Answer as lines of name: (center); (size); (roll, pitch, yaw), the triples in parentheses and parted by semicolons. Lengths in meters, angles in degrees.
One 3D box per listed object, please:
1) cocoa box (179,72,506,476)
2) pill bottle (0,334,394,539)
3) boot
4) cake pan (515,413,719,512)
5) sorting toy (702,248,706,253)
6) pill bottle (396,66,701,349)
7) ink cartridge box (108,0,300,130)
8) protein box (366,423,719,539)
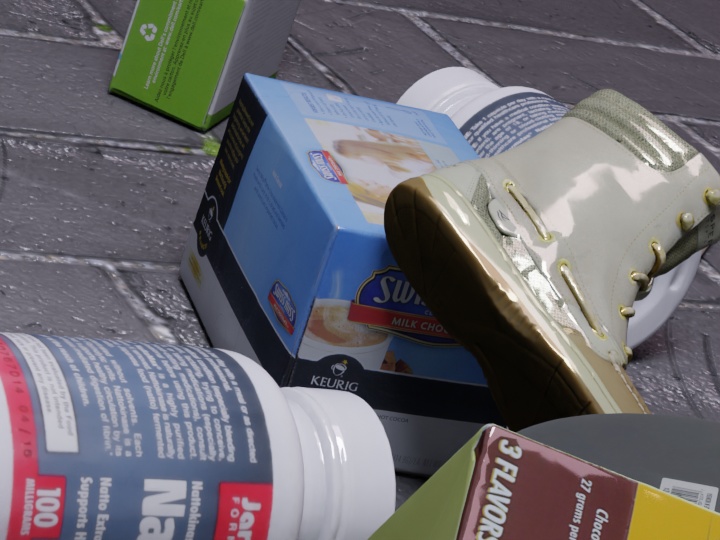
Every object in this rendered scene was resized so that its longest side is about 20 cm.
cocoa box: (0.000, 0.000, 1.336); (0.133, 0.132, 0.200); (10, 23, -22)
pill bottle: (-0.092, 0.090, 1.040); (0.199, 0.120, 0.120); (5, 26, -32)
boot: (0.124, 0.014, 1.205); (0.154, 0.072, 0.200); (-27, 73, -32)
cake pan: (0.130, 0.107, 0.994); (0.199, 0.037, 0.200); (5, 20, -2)
sorting toy: (0.144, -0.058, 1.726); (0.199, 0.037, 0.185); (25, 22, 11)
pill bottle: (0.104, -0.044, 1.546); (0.119, 0.120, 0.200); (0, 29, -40)
ink cartridge box: (-0.082, -0.211, 1.675); (0.075, 0.201, 0.148); (23, 21, 9)
protein box: (0.082, 0.175, 0.815); (0.199, 0.199, 0.135); (22, 62, -10)
